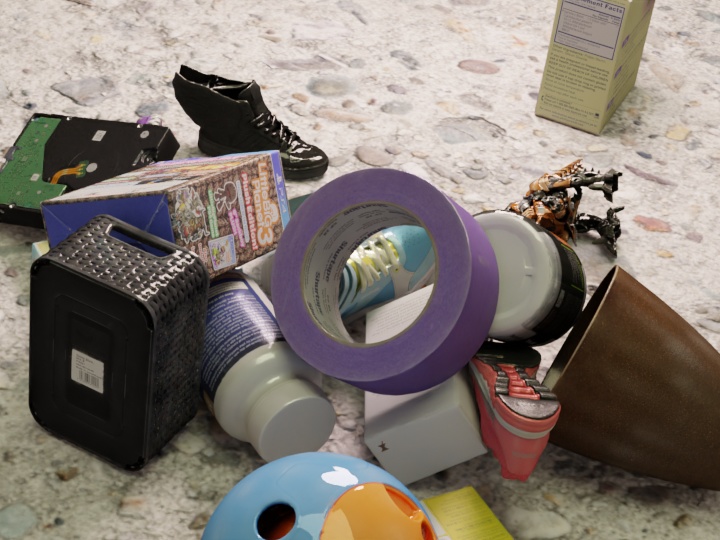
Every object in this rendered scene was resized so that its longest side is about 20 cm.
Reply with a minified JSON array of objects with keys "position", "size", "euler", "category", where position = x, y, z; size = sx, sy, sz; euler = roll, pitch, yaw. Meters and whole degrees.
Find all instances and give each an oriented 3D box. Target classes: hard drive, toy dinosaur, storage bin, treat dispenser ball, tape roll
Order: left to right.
[{"position":[-0.311,-0.105,1.746],"size":[0.199,0.038,0.140],"euler":[8,56,29],"category":"hard drive"},{"position":[-0.225,0.068,1.466],"size":[0.135,0.201,0.094],"euler":[22,36,18],"category":"storage bin"},{"position":[-0.032,0.246,1.260],"size":[0.199,0.202,0.201],"euler":[6,35,-4],"category":"treat dispenser ball"},{"position":[0.023,0.011,1.474],"size":[0.199,0.201,0.085],"euler":[30,1,27],"category":"tape roll"},{"position":[0.240,-0.082,1.885],"size":[0.135,0.102,0.201],"euler":[3,54,20],"category":"toy dinosaur"}]

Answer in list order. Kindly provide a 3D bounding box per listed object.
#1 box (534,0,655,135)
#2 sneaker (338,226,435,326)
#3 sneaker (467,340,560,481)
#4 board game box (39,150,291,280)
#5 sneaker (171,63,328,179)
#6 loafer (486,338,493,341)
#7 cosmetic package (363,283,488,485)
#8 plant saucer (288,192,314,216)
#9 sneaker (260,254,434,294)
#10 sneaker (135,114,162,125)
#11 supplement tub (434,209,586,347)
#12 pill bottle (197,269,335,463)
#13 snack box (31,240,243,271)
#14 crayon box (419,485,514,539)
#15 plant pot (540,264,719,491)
[{"position":[0.322,-0.316,2.131],"size":[0.096,0.201,0.176],"euler":[21,37,16],"category":"box"},{"position":[0.000,0.000,1.614],"size":[0.199,0.131,0.080],"euler":[-35,76,0],"category":"sneaker"},{"position":[0.131,0.128,1.481],"size":[0.073,0.087,0.200],"euler":[8,19,-6],"category":"sneaker"},{"position":[-0.188,-0.048,1.577],"size":[0.159,0.098,0.200],"euler":[-3,13,31],"category":"board game box"},{"position":[-0.131,-0.181,1.921],"size":[0.199,0.105,0.060],"euler":[13,35,6],"category":"sneaker"},{"position":[0.109,0.032,1.704],"size":[0.072,0.073,0.201],"euler":[5,36,-9],"category":"loafer"},{"position":[0.063,0.106,1.554],"size":[0.101,0.071,0.201],"euler":[-23,31,17],"category":"cosmetic package"},{"position":[-0.017,-0.048,1.730],"size":[0.199,0.200,0.036],"euler":[-5,77,-19],"category":"plant saucer"},{"position":[-0.009,0.006,1.724],"size":[0.199,0.079,0.077],"euler":[-1,4,0],"category":"sneaker"},{"position":[-0.277,-0.117,1.827],"size":[0.088,0.081,0.201],"euler":[2,36,4],"category":"sneaker"},{"position":[0.156,0.013,1.580],"size":[0.122,0.123,0.200],"euler":[25,1,21],"category":"supplement tub"},{"position":[-0.106,0.095,1.534],"size":[0.110,0.112,0.200],"euler":[-12,40,-28],"category":"pill bottle"},{"position":[-0.240,-0.002,1.703],"size":[0.199,0.037,0.116],"euler":[-11,39,-27],"category":"snack box"},{"position":[0.090,0.282,1.367],"size":[0.126,0.051,0.200],"euler":[-11,39,-26],"category":"crayon box"},{"position":[0.288,0.126,1.547],"size":[0.199,0.187,0.187],"euler":[30,38,3],"category":"plant pot"}]
